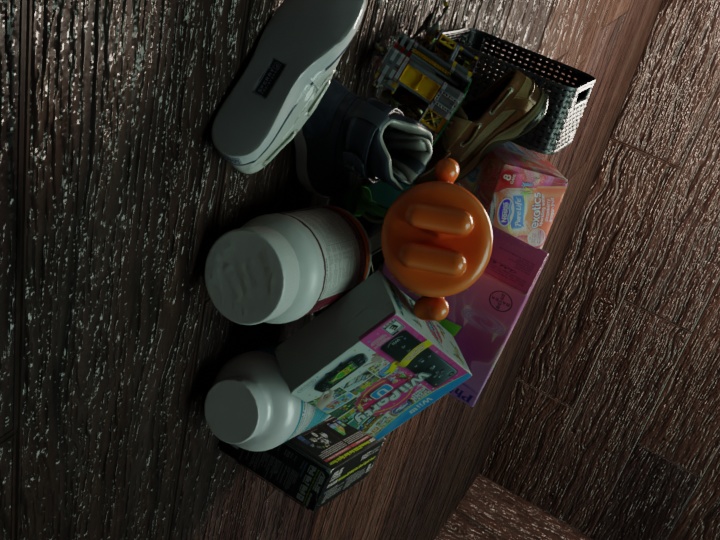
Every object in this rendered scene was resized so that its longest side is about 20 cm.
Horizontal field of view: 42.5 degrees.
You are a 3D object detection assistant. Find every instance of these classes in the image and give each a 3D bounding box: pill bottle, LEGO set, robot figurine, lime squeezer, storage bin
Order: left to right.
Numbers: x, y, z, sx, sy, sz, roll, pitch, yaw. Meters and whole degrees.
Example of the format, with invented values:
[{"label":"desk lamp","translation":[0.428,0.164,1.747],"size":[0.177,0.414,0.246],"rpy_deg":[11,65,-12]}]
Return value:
[{"label":"pill bottle","translation":[-0.101,0.143,1.079],"size":[0.199,0.110,0.112],"rpy_deg":[-9,124,-67]},{"label":"pill bottle","translation":[-0.072,-0.006,0.961],"size":[0.199,0.108,0.111],"rpy_deg":[-19,133,-65]},{"label":"lime squeezer","translation":[0.010,-0.072,1.074],"size":[0.038,0.070,0.200],"rpy_deg":[-52,174,6]},{"label":"LEGO set","translation":[0.054,-0.213,1.082],"size":[0.154,0.115,0.201],"rpy_deg":[-54,-174,43]},{"label":"robot figurine","translation":[0.080,-0.031,0.968],"size":[0.115,0.146,0.200],"rpy_deg":[-28,179,7]},{"label":"storage bin","translation":[0.198,-0.243,1.241],"size":[0.135,0.198,0.095],"rpy_deg":[-31,145,-58]}]

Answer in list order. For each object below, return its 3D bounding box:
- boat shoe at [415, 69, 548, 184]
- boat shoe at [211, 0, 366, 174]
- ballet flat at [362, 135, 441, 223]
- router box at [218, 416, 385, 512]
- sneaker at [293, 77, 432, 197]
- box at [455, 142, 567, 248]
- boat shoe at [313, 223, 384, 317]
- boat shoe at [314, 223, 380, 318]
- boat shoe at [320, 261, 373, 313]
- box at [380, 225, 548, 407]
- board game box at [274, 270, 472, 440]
[{"label":"boat shoe","translation":[0.137,-0.181,1.159],"size":[0.199,0.074,0.076],"rpy_deg":[-35,-150,24]},{"label":"boat shoe","translation":[-0.059,-0.175,0.838],"size":[0.202,0.071,0.066],"rpy_deg":[-61,166,-8]},{"label":"ballet flat","translation":[0.059,-0.126,1.249],"size":[0.201,0.069,0.070],"rpy_deg":[-55,160,-28]},{"label":"router box","translation":[-0.071,0.226,1.209],"size":[0.063,0.148,0.199],"rpy_deg":[-65,161,11]},{"label":"sneaker","translation":[0.004,-0.115,0.973],"size":[0.078,0.144,0.203],"rpy_deg":[-59,163,-17]},{"label":"box","translation":[0.187,-0.118,1.231],"size":[0.201,0.093,0.104],"rpy_deg":[-108,-146,-63]},{"label":"boat shoe","translation":[0.000,0.000,1.192],"size":[0.200,0.071,0.069],"rpy_deg":[-41,110,-45]},{"label":"boat shoe","translation":[0.003,0.023,1.262],"size":[0.201,0.073,0.067],"rpy_deg":[-51,158,-36]},{"label":"boat shoe","translation":[-0.008,0.030,1.092],"size":[0.074,0.074,0.205],"rpy_deg":[-30,109,-33]},{"label":"box","translation":[0.110,0.037,1.159],"size":[0.097,0.174,0.202],"rpy_deg":[-50,164,-48]},{"label":"board game box","translation":[0.019,0.103,1.044],"size":[0.147,0.065,0.200],"rpy_deg":[-36,144,12]}]
